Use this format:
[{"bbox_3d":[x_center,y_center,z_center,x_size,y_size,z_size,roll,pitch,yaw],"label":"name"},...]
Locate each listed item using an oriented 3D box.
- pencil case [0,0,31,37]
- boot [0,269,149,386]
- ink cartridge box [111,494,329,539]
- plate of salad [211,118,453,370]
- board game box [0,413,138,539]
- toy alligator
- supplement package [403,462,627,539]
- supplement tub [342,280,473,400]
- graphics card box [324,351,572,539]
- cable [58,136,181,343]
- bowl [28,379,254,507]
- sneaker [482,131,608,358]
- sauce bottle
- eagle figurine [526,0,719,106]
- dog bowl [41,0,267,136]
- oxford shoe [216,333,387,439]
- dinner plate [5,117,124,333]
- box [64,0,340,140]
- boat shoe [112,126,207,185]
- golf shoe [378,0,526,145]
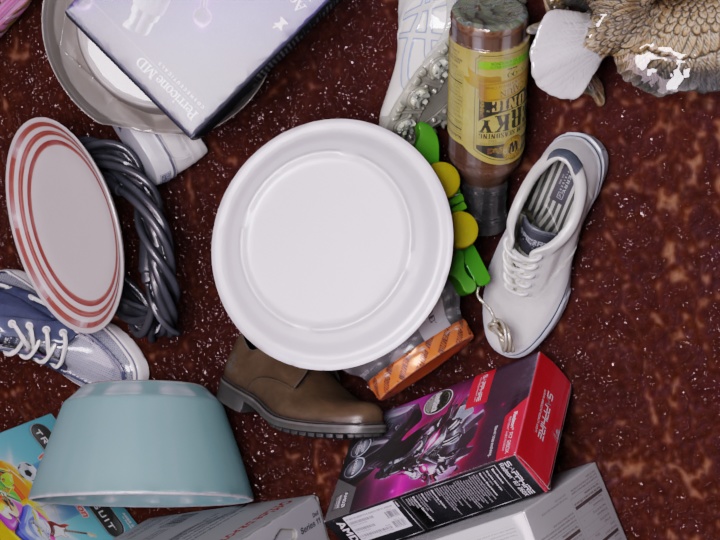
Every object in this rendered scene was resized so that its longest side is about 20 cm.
[{"bbox_3d":[-0.347,-0.248,1.736,0.200,0.087,0.083,-36,92,33],"label":"pencil case"},{"bbox_3d":[-0.300,0.069,1.774,0.200,0.090,0.073,28,113,22],"label":"boot"},{"bbox_3d":[-0.143,0.271,1.694,0.200,0.147,0.083,-13,96,33],"label":"ink cartridge box"},{"bbox_3d":[-0.021,-0.020,1.484,0.200,0.048,0.200,-3,79,17],"label":"plate of salad"},{"bbox_3d":[-0.318,0.226,1.754,0.151,0.200,0.047,50,120,11],"label":"board game box"},{"bbox_3d":[0.065,-0.019,1.509,0.054,0.059,0.200,-20,89,-11],"label":"toy alligator"},{"bbox_3d":[0.138,0.287,1.531,0.152,0.151,0.200,-23,88,31],"label":"supplement package"},{"bbox_3d":[0.000,0.000,1.566,0.123,0.123,0.200,-40,80,30],"label":"supplement tub"},{"bbox_3d":[0.072,0.152,1.555,0.200,0.126,0.051,-24,119,33],"label":"graphics card box"},{"bbox_3d":[-0.209,-0.026,1.699,0.200,0.051,0.163,54,141,23],"label":"cable"},{"bbox_3d":[-0.197,0.156,1.691,0.201,0.201,0.105,-7,78,31],"label":"bowl"},{"bbox_3d":[0.136,-0.018,1.512,0.073,0.071,0.200,25,114,23],"label":"sneaker"},{"bbox_3d":[0.101,-0.120,1.491,0.065,0.065,0.200,19,132,26],"label":"sauce bottle"},{"bbox_3d":[0.225,-0.203,1.392,0.200,0.152,0.151,-9,76,36],"label":"eagle figurine"},{"bbox_3d":[-0.168,-0.210,1.610,0.200,0.059,0.200,0,93,0],"label":"dog bowl"},{"bbox_3d":[-0.051,0.096,1.625,0.200,0.073,0.084,19,100,44],"label":"oxford shoe"},{"bbox_3d":[-0.262,-0.042,1.698,0.200,0.024,0.200,25,123,44],"label":"dinner plate"},{"bbox_3d":[-0.116,-0.225,1.528,0.148,0.104,0.200,44,92,-3],"label":"box"},{"bbox_3d":[-0.206,-0.176,1.679,0.200,0.066,0.072,58,163,5],"label":"boat shoe"},{"bbox_3d":[0.062,-0.196,1.530,0.097,0.078,0.200,46,115,34],"label":"golf shoe"}]
